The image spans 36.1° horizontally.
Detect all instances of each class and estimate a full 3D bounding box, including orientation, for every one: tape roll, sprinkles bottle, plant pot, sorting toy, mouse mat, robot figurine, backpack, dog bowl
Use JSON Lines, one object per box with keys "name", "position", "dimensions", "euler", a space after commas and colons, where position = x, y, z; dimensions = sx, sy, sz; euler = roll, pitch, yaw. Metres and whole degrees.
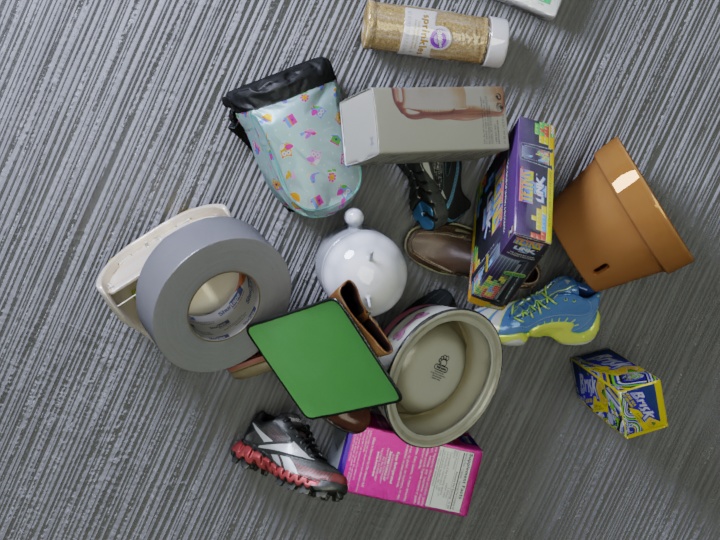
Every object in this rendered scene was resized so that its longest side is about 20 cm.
{"name": "tape roll", "position": [-0.192, 0.032, 1.454], "dimensions": [0.199, 0.066, 0.202], "euler": [-18, 127, -26]}
{"name": "sprinkles bottle", "position": [0.102, -0.325, 1.517], "dimensions": [0.198, 0.068, 0.069], "euler": [6, 97, -7]}
{"name": "plant pot", "position": [0.349, -0.064, 1.530], "dimensions": [0.139, 0.200, 0.201], "euler": [-32, 101, 14]}
{"name": "sorting toy", "position": [-0.238, 0.030, 1.513], "dimensions": [0.199, 0.107, 0.181], "euler": [-33, 113, -13]}
{"name": "mouse mat", "position": [-0.050, 0.118, 1.416], "dimensions": [0.008, 0.199, 0.162], "euler": [-44, 107, -40]}
{"name": "robot figurine", "position": [0.000, 0.000, 1.480], "dimensions": [0.112, 0.200, 0.171], "euler": [-12, 98, -6]}
{"name": "backpack", "position": [-0.080, -0.169, 1.487], "dimensions": [0.166, 0.127, 0.202], "euler": [-21, 103, -7]}
{"name": "dog bowl", "position": [0.096, 0.136, 1.507], "dimensions": [0.199, 0.074, 0.202], "euler": [-13, 114, -30]}

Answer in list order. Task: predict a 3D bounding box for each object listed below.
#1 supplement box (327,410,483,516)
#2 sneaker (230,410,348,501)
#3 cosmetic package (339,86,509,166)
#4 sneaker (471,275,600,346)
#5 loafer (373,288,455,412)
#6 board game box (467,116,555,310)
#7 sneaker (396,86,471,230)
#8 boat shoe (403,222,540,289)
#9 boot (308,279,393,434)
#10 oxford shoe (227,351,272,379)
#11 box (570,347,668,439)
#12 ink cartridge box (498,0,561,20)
{"name": "supplement box", "position": [0.061, 0.271, 1.574], "dimensions": [0.198, 0.101, 0.104], "euler": [15, 95, -9]}
{"name": "sneaker", "position": [-0.090, 0.252, 1.527], "dimensions": [0.071, 0.199, 0.099], "euler": [34, 77, -50]}
{"name": "cosmetic package", "position": [0.084, -0.189, 1.443], "dimensions": [0.198, 0.103, 0.088], "euler": [-6, 90, -28]}
{"name": "sneaker", "position": [0.252, 0.048, 1.570], "dimensions": [0.198, 0.076, 0.106], "euler": [2, 123, -17]}
{"name": "loafer", "position": [0.074, 0.118, 1.580], "dimensions": [0.200, 0.073, 0.072], "euler": [-52, 128, -3]}
{"name": "board game box", "position": [0.200, -0.075, 1.469], "dimensions": [0.056, 0.166, 0.201], "euler": [14, 54, -8]}
{"name": "sneaker", "position": [0.094, -0.160, 1.548], "dimensions": [0.081, 0.073, 0.202], "euler": [-19, 97, -32]}
{"name": "boat shoe", "position": [0.162, -0.021, 1.561], "dimensions": [0.200, 0.075, 0.075], "euler": [12, 96, -8]}
{"name": "boot", "position": [-0.008, 0.116, 1.431], "dimensions": [0.068, 0.200, 0.189], "euler": [-27, 89, -35]}
{"name": "oxford shoe", "position": [-0.087, 0.134, 1.554], "dimensions": [0.198, 0.070, 0.076], "euler": [-12, 101, -5]}
{"name": "box", "position": [0.359, 0.167, 1.546], "dimensions": [0.064, 0.200, 0.071], "euler": [-14, 100, -6]}
{"name": "ink cartridge box", "position": [0.228, -0.469, 1.525], "dimensions": [0.160, 0.050, 0.202], "euler": [19, 97, -9]}
